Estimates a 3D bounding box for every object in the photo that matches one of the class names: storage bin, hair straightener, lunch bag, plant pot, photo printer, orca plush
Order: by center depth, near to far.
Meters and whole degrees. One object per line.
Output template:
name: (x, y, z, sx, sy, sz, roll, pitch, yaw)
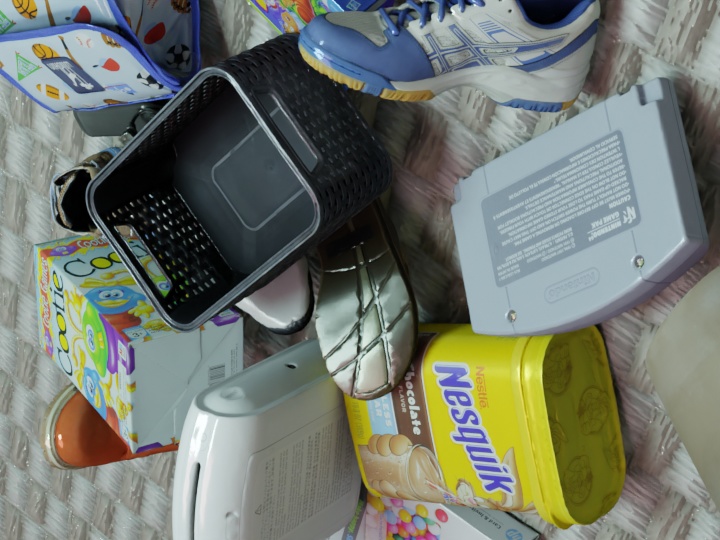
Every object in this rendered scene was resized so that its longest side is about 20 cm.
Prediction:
plant pot: (0.274, 0.084, 0.982, 0.174, 0.200, 0.200, 49, 139, 29)
storage bin: (-0.090, -0.061, 1.158, 0.200, 0.094, 0.135, -37, 88, 43)
photo printer: (-0.072, 0.153, 1.241, 0.069, 0.200, 0.167, 16, 112, 28)
lunch bag: (-0.222, -0.222, 1.246, 0.170, 0.124, 0.201, -2, 116, 41)
hair straightener: (-0.158, -0.114, 1.292, 0.199, 0.077, 0.041, 12, 138, 32)
orca plush: (-0.101, -0.019, 1.306, 0.200, 0.105, 0.071, 38, 169, 21)

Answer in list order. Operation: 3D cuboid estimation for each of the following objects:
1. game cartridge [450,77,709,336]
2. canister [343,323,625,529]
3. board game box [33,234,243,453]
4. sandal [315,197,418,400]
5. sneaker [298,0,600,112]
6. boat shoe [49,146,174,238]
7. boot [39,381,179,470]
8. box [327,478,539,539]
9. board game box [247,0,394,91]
game cartridge: (0.144, -0.030, 1.072, 0.200, 0.040, 0.134, -26, 63, 46)
canister: (0.087, 0.110, 1.206, 0.200, 0.086, 0.149, -1, 106, 43)
board game box: (-0.189, 0.051, 1.345, 0.200, 0.103, 0.105, 37, 133, 49)
sandal: (0.000, 0.000, 1.212, 0.082, 0.055, 0.201, -24, 69, 19)
sneaker: (0.059, -0.159, 1.020, 0.075, 0.199, 0.088, -117, 35, -47)
boat shoe: (-0.221, -0.065, 1.336, 0.200, 0.072, 0.073, 10, 105, 63)
boot: (-0.184, 0.128, 1.384, 0.107, 0.200, 0.075, 1, 97, 34)
box: (0.042, 0.226, 1.355, 0.200, 0.041, 0.156, 33, 133, 19)
board game box: (-0.062, -0.229, 1.117, 0.200, 0.045, 0.135, 46, 166, 9)
